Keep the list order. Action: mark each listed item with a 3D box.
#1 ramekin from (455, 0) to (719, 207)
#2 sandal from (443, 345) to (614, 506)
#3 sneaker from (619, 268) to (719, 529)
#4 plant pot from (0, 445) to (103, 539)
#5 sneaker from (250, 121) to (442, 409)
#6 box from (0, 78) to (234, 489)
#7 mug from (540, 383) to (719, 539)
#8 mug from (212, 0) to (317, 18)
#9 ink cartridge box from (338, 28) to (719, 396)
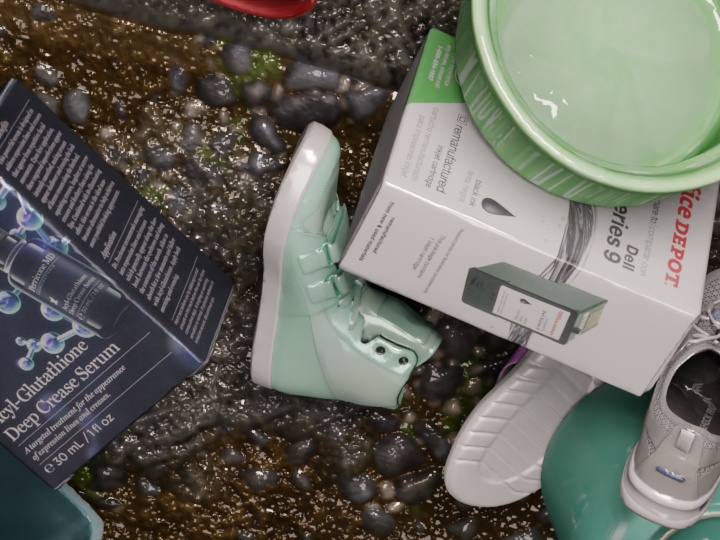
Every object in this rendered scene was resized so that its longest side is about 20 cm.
[{"bbox_3d":[0.148,-0.131,1.334,0.199,0.098,0.201,2,79,-11],"label":"ramekin"},{"bbox_3d":[0.124,0.067,1.526,0.082,0.050,0.203,27,109,-25],"label":"sandal"},{"bbox_3d":[0.215,0.062,1.421,0.074,0.200,0.082,21,135,2],"label":"sneaker"},{"bbox_3d":[-0.329,0.206,1.586,0.200,0.197,0.196,-32,111,31],"label":"plant pot"},{"bbox_3d":[0.000,0.000,1.487,0.118,0.074,0.201,14,129,8],"label":"sneaker"},{"bbox_3d":[-0.205,0.009,1.502,0.200,0.107,0.148,43,116,-15],"label":"box"},{"bbox_3d":[0.213,0.160,1.505,0.184,0.115,0.152,25,112,-24],"label":"mug"},{"bbox_3d":[-0.094,-0.218,1.353,0.199,0.134,0.178,11,118,5],"label":"mug"},{"bbox_3d":[0.105,-0.035,1.406,0.199,0.146,0.084,23,136,-6],"label":"ink cartridge box"}]
